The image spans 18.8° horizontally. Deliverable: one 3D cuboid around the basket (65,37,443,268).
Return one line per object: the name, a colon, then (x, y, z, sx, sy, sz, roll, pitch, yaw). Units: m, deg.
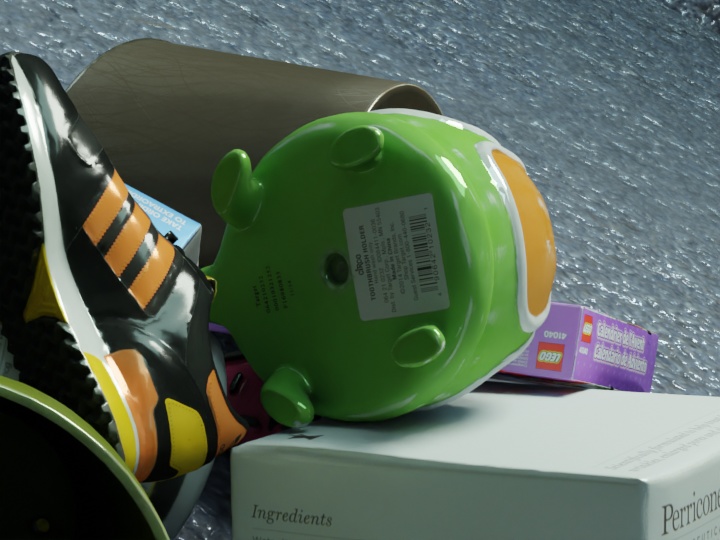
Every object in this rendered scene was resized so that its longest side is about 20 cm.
basket: (-0.060, -0.055, 1.248, 0.200, 0.136, 0.180, 7, 38, 34)

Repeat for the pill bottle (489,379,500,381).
pill bottle: (0.015, 0.021, 1.319, 0.109, 0.110, 0.200, 3, 31, -49)

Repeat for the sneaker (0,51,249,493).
sneaker: (-0.111, -0.002, 0.952, 0.090, 0.070, 0.200, -8, 73, -38)

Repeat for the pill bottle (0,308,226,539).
pill bottle: (-0.172, 0.054, 0.996, 0.200, 0.114, 0.114, 19, 21, -22)

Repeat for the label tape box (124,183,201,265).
label tape box: (-0.156, -0.019, 1.102, 0.144, 0.063, 0.200, 29, -24, 6)

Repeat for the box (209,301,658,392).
box: (0.040, 0.032, 1.128, 0.200, 0.039, 0.137, 7, -4, 24)

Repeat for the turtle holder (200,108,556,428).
turtle holder: (0.008, 0.007, 0.996, 0.132, 0.186, 0.141, -9, 59, -51)

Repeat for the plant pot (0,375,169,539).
plant pot: (-0.156, 0.114, 0.814, 0.187, 0.187, 0.200, 24, 4, -6)

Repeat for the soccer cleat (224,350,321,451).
soccer cleat: (-0.001, 0.100, 1.186, 0.200, 0.086, 0.070, 8, 43, 10)

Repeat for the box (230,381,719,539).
box: (0.075, 0.131, 0.980, 0.200, 0.131, 0.199, 2, 7, 30)
